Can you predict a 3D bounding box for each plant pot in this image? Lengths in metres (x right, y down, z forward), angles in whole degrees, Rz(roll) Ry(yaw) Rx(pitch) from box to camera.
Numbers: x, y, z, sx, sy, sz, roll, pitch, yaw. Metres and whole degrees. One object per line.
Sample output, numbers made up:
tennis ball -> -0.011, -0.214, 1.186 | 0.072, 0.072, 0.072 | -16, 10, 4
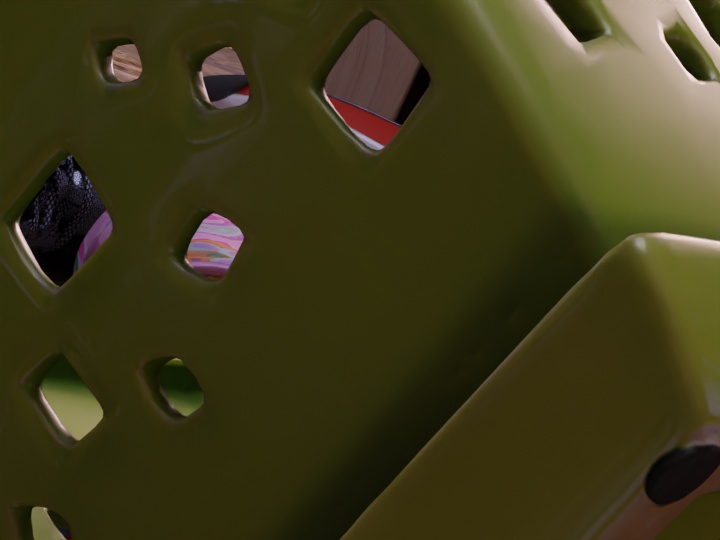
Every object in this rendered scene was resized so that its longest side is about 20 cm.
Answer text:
plant pot -> 0.018, 0.017, 0.537 | 0.200, 0.199, 0.182 | 9, 38, -51

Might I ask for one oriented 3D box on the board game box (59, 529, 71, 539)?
board game box -> -0.180, 0.013, 0.697 | 0.200, 0.056, 0.196 | 13, 9, -33

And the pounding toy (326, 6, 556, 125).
pounding toy -> 0.042, -0.082, 1.186 | 0.142, 0.200, 0.184 | 25, -6, -1

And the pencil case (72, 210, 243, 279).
pencil case -> -0.058, 0.021, 0.832 | 0.087, 0.087, 0.200 | 17, 9, -10

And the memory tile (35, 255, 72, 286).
memory tile -> -0.122, 0.010, 1.000 | 0.200, 0.017, 0.153 | 17, 8, -13

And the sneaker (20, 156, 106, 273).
sneaker -> -0.123, -0.033, 0.952 | 0.114, 0.076, 0.200 | 13, 6, -15

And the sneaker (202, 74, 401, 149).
sneaker -> 0.000, 0.000, 0.964 | 0.201, 0.108, 0.067 | 21, -17, 11
